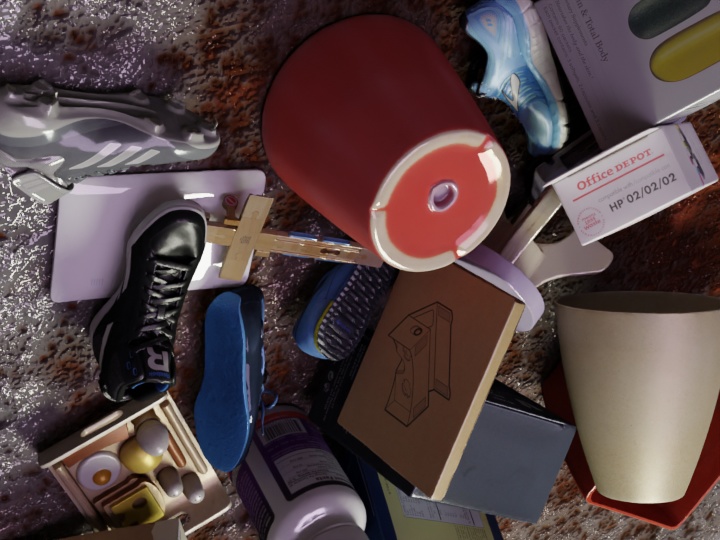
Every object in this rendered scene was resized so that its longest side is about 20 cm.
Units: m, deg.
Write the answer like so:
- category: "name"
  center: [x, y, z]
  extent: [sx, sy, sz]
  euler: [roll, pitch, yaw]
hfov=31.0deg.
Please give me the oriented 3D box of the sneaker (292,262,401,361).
- category: "sneaker"
  center: [0.000, 0.000, 1.323]
  extent: [0.066, 0.078, 0.201]
  euler: [44, 77, -31]

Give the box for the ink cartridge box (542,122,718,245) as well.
- category: "ink cartridge box"
  center: [0.254, -0.081, 1.208]
  extent: [0.114, 0.069, 0.199]
  euler: [-28, 175, 25]

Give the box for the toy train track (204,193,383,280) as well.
- category: "toy train track"
  center: [-0.070, -0.035, 1.232]
  extent: [0.197, 0.033, 0.115]
  euler: [8, 136, -19]

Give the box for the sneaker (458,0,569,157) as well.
- category: "sneaker"
  center: [0.146, -0.191, 1.268]
  extent: [0.089, 0.079, 0.201]
  euler: [-19, 130, 8]

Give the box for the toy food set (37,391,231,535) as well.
- category: "toy food set"
  center: [-0.227, 0.219, 1.338]
  extent: [0.142, 0.061, 0.201]
  euler: [-30, 133, -9]

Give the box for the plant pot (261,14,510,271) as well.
- category: "plant pot"
  center: [0.033, -0.106, 1.174]
  extent: [0.198, 0.178, 0.203]
  euler: [-16, 130, -21]

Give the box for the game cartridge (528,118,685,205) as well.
- category: "game cartridge"
  center: [0.266, -0.131, 1.358]
  extent: [0.199, 0.039, 0.130]
  euler: [-35, 162, -4]

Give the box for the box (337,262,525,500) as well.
- category: "box"
  center: [0.063, 0.092, 1.248]
  extent: [0.021, 0.163, 0.203]
  euler: [15, 101, -41]

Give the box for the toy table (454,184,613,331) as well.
- category: "toy table"
  center: [0.152, -0.025, 1.319]
  extent: [0.183, 0.200, 0.118]
  euler: [39, 81, -11]

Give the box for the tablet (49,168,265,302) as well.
- category: "tablet"
  center: [-0.187, -0.033, 1.207]
  extent: [0.197, 0.014, 0.132]
  euler: [-5, 125, -29]

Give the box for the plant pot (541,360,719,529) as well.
- category: "plant pot"
  center: [0.336, 0.162, 1.562]
  extent: [0.199, 0.177, 0.201]
  euler: [23, 109, -41]

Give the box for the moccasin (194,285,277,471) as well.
- category: "moccasin"
  center: [-0.117, 0.111, 1.309]
  extent: [0.068, 0.080, 0.203]
  euler: [-34, 142, -52]

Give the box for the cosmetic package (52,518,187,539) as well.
- category: "cosmetic package"
  center: [-0.272, 0.328, 1.320]
  extent: [0.197, 0.106, 0.072]
  euler: [-11, 133, 0]

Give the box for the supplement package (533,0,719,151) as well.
- category: "supplement package"
  center: [0.295, -0.227, 1.174]
  extent: [0.199, 0.154, 0.150]
  euler: [-27, 177, 35]

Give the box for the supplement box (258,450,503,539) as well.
- category: "supplement box"
  center: [0.027, 0.319, 1.484]
  extent: [0.198, 0.136, 0.200]
  euler: [15, 133, -38]

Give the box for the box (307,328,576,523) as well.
- category: "box"
  center: [0.084, 0.161, 1.374]
  extent: [0.195, 0.199, 0.119]
  euler: [19, 96, -39]

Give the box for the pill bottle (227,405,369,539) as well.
- category: "pill bottle"
  center: [-0.061, 0.245, 1.363]
  extent: [0.110, 0.200, 0.113]
  euler: [-16, 131, -19]

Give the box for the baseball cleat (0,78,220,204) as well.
- category: "baseball cleat"
  center: [-0.222, -0.105, 1.104]
  extent: [0.197, 0.070, 0.107]
  euler: [9, 125, -25]

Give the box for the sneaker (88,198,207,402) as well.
- category: "sneaker"
  center: [-0.179, 0.041, 1.173]
  extent: [0.072, 0.113, 0.201]
  euler: [7, 132, -33]

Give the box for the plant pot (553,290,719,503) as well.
- category: "plant pot"
  center: [0.294, 0.132, 1.360]
  extent: [0.185, 0.187, 0.204]
  euler: [-4, 97, -29]
